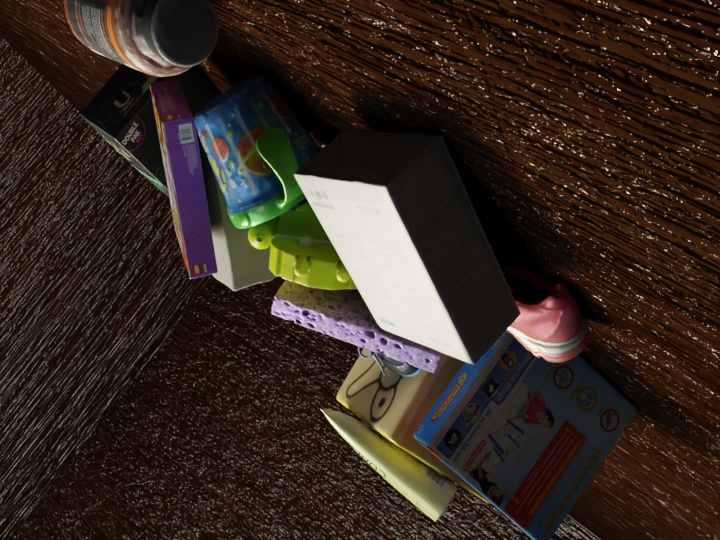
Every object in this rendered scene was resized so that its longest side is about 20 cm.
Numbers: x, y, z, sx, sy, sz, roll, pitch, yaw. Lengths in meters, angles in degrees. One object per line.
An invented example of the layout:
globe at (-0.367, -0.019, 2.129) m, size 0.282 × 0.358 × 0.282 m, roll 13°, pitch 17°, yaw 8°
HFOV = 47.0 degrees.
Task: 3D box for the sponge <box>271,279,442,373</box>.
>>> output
sponge at (0.007, 0.040, 0.931) m, size 0.195 × 0.112 × 0.030 m, roll 20°, pitch 126°, yaw 9°

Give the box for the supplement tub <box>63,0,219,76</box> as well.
supplement tub at (-0.218, -0.256, 0.830) m, size 0.199 × 0.108 × 0.107 m, roll 30°, pitch 169°, yaw 47°

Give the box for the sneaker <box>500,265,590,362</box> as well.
sneaker at (0.145, 0.021, 0.859) m, size 0.197 × 0.074 × 0.088 m, roll 16°, pitch 143°, yaw 39°

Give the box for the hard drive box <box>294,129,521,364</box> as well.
hard drive box at (0.044, -0.026, 0.788) m, size 0.155 × 0.077 × 0.203 m, roll 17°, pitch 142°, yaw 53°

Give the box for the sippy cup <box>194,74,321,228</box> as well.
sippy cup at (-0.116, -0.139, 0.926) m, size 0.175 × 0.140 × 0.132 m, roll -13°, pitch 115°, yaw 40°

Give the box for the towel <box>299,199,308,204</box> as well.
towel at (-0.059, -0.087, 1.214) m, size 0.111 × 0.049 × 0.200 m, roll 38°, pitch 171°, yaw 4°

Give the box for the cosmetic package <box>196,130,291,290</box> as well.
cosmetic package at (-0.152, -0.089, 1.087) m, size 0.090 × 0.105 × 0.205 m, roll 28°, pitch 127°, yaw 53°

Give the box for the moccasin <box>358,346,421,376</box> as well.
moccasin at (0.023, 0.082, 1.058) m, size 0.067 × 0.082 × 0.199 m, roll 25°, pitch 180°, yaw -23°

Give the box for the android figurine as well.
android figurine at (-0.039, -0.031, 0.939) m, size 0.177 × 0.042 × 0.201 m, roll 8°, pitch -159°, yaw 0°

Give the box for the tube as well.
tube at (0.031, 0.238, 1.059) m, size 0.198 × 0.052 × 0.059 m, roll 37°, pitch 136°, yaw 10°

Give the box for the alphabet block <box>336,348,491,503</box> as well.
alphabet block at (0.117, 0.155, 1.118) m, size 0.195 × 0.203 × 0.195 m, roll 34°, pitch 174°, yaw -24°

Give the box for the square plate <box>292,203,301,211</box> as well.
square plate at (-0.092, -0.062, 1.219) m, size 0.198 × 0.029 × 0.199 m, roll 34°, pitch 170°, yaw 22°

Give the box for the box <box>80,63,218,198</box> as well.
box at (-0.264, -0.197, 1.179) m, size 0.123 × 0.149 × 0.200 m, roll 31°, pitch 168°, yaw 42°

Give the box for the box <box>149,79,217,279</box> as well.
box at (-0.217, -0.112, 1.014) m, size 0.137 × 0.038 × 0.204 m, roll -123°, pitch 25°, yaw -55°

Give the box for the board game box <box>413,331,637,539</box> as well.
board game box at (0.196, 0.179, 0.976) m, size 0.195 × 0.201 × 0.056 m, roll 41°, pitch 172°, yaw -13°
